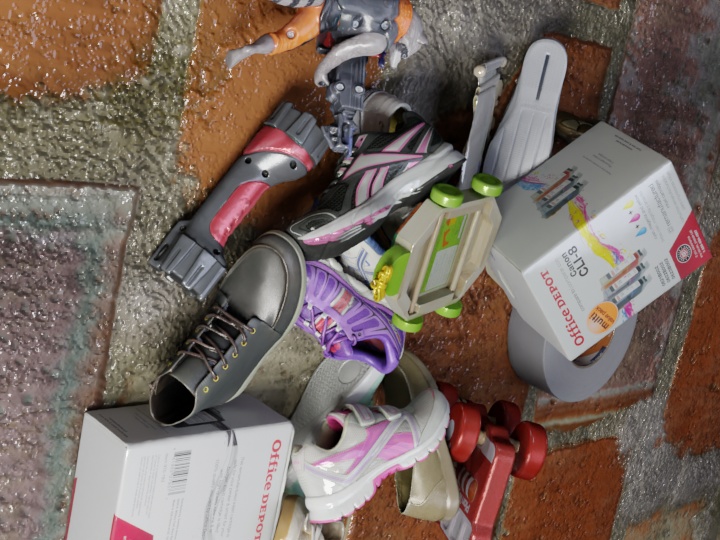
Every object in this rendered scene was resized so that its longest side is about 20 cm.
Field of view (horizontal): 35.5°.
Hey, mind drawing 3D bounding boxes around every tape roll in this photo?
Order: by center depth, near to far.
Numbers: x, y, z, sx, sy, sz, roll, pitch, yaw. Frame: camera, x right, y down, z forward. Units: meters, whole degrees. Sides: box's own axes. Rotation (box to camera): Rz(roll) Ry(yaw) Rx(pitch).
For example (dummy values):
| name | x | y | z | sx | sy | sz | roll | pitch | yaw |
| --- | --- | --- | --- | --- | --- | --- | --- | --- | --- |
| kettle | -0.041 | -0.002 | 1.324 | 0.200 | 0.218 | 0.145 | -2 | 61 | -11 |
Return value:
| name | x | y | z | sx | sy | sz | roll | pitch | yaw |
| --- | --- | --- | --- | --- | --- | --- | --- | --- | --- |
| tape roll | 0.283 | 0.068 | 1.489 | 0.199 | 0.066 | 0.203 | -19 | 120 | -37 |

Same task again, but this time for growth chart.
| name | x | y | z | sx | sy | sz | roll | pitch | yaw |
| --- | --- | --- | --- | --- | --- | --- | --- | --- | --- |
| growth chart | 0.127 | -0.141 | 1.247 | 0.145 | 0.018 | 0.203 | -23 | 127 | -73 |

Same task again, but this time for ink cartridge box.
| name | x | y | z | sx | sy | sz | roll | pitch | yaw |
| --- | --- | --- | --- | --- | --- | --- | --- | --- | --- |
| ink cartridge box | -0.174 | 0.209 | 1.100 | 0.199 | 0.083 | 0.147 | -1 | 108 | -44 |
| ink cartridge box | 0.248 | -0.034 | 1.237 | 0.199 | 0.145 | 0.146 | -36 | 122 | -2 |

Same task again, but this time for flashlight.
| name | x | y | z | sx | sy | sz | roll | pitch | yaw |
| --- | --- | --- | --- | --- | --- | --- | --- | --- | --- |
| flashlight | -0.108 | -0.064 | 1.062 | 0.201 | 0.067 | 0.068 | -55 | 130 | -13 |

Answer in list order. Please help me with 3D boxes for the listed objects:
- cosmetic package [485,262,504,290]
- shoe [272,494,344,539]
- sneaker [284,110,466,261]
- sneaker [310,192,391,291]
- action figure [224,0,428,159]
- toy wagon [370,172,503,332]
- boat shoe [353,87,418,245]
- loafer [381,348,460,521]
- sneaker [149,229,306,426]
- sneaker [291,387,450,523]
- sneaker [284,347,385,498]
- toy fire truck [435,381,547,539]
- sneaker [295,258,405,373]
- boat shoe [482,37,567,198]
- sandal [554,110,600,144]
| name | x | y | z | sx | sy | sz | roll | pitch | yaw |
| --- | --- | --- | --- | --- | --- | --- | --- | --- | --- |
| cosmetic package | 0.250 | -0.054 | 1.356 | 0.198 | 0.073 | 0.105 | -18 | 121 | -15 |
| shoe | -0.054 | 0.277 | 1.195 | 0.200 | 0.053 | 0.071 | 55 | 46 | -78 |
| sneaker | 0.002 | -0.085 | 1.087 | 0.199 | 0.087 | 0.080 | -32 | 169 | -28 |
| sneaker | 0.000 | 0.000 | 1.181 | 0.088 | 0.076 | 0.200 | -36 | 129 | 13 |
| action figure | -0.024 | -0.212 | 1.024 | 0.191 | 0.104 | 0.203 | 1 | 79 | -26 |
| toy wagon | 0.070 | -0.015 | 1.121 | 0.199 | 0.039 | 0.157 | -17 | 131 | -47 |
| boat shoe | 0.053 | -0.094 | 1.188 | 0.074 | 0.086 | 0.204 | -34 | 127 | -28 |
| loafer | 0.055 | 0.184 | 1.259 | 0.067 | 0.202 | 0.076 | -6 | 156 | -27 |
| sneaker | -0.120 | 0.060 | 1.039 | 0.201 | 0.074 | 0.106 | -63 | 166 | 25 |
| sneaker | 0.011 | 0.171 | 1.158 | 0.199 | 0.081 | 0.089 | -33 | 97 | -32 |
| sneaker | -0.010 | 0.168 | 1.244 | 0.118 | 0.074 | 0.201 | 35 | 91 | -39 |
| toy fire truck | 0.126 | 0.235 | 1.329 | 0.111 | 0.200 | 0.170 | 17 | 96 | -15 |
| sneaker | -0.032 | 0.044 | 1.129 | 0.198 | 0.084 | 0.081 | 25 | 134 | -25 |
| boat shoe | 0.197 | -0.166 | 1.302 | 0.071 | 0.071 | 0.202 | -5 | 115 | -78 |
| sandal | 0.300 | -0.152 | 1.410 | 0.198 | 0.080 | 0.054 | 6 | 119 | -43 |
